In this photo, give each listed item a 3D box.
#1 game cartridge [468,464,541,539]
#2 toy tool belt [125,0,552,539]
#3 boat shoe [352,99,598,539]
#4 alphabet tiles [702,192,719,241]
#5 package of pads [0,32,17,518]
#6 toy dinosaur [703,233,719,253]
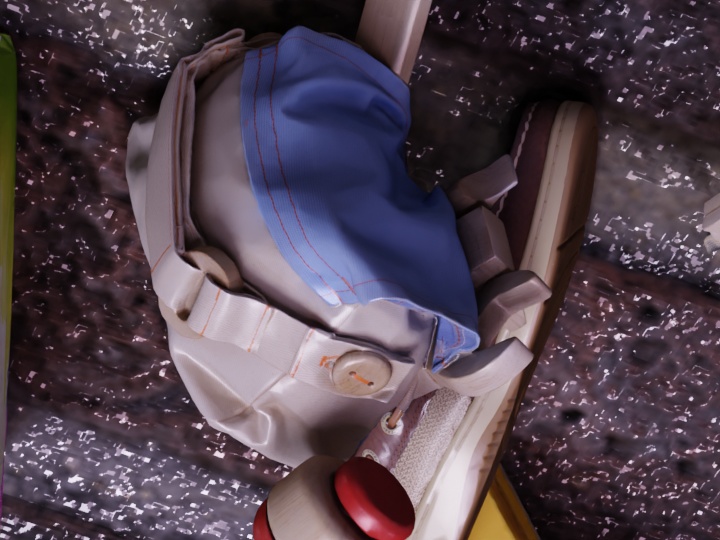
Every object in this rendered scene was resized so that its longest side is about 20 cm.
[{"bbox_3d":[0.004,0.187,1.069,0.199,0.032,0.177,-32,79,18],"label":"game cartridge"},{"bbox_3d":[0.000,0.000,0.900,0.123,0.201,0.125,-40,138,24],"label":"toy tool belt"},{"bbox_3d":[0.027,0.026,0.992,0.072,0.072,0.201,22,113,7],"label":"boat shoe"},{"bbox_3d":[0.224,-0.015,0.941,0.199,0.015,0.196,8,164,-13],"label":"alphabet tiles"},{"bbox_3d":[-0.155,0.039,0.943,0.068,0.155,0.201,3,126,-5],"label":"package of pads"},{"bbox_3d":[0.209,-0.055,0.964,0.199,0.048,0.088,-15,132,12],"label":"toy dinosaur"}]
